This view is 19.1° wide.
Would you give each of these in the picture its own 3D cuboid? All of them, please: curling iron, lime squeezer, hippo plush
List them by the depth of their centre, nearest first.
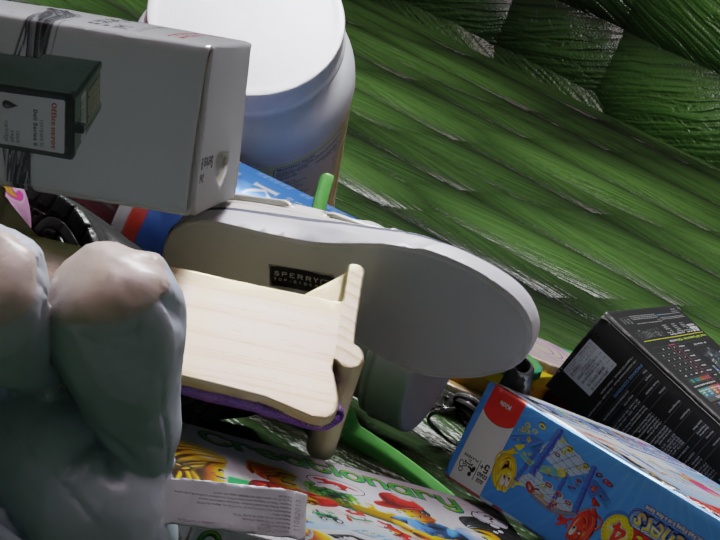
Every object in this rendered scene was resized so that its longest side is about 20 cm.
[{"bbox_3d":[-0.129,0.044,0.844,0.198,0.161,0.161,16,14,-23],"label":"hippo plush"},{"bbox_3d":[-0.010,0.046,1.150,0.070,0.202,0.038,-20,-12,-8],"label":"lime squeezer"},{"bbox_3d":[0.071,0.076,1.187,0.049,0.026,0.200,32,-14,1],"label":"curling iron"}]

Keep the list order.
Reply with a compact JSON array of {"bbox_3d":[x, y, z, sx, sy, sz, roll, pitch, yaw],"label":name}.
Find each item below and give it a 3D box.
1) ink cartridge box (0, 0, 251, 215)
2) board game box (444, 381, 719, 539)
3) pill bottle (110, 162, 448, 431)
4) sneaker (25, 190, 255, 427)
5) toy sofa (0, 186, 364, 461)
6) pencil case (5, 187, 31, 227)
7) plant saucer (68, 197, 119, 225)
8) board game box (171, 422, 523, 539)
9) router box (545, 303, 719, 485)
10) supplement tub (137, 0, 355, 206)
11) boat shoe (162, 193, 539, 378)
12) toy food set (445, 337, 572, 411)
[{"bbox_3d":[-0.161,-0.088,1.062,0.198,0.085,0.146,9,8,3],"label":"ink cartridge box"},{"bbox_3d":[0.171,0.141,1.110,0.195,0.056,0.200,31,4,34],"label":"board game box"},{"bbox_3d":[-0.041,0.012,1.242,0.199,0.113,0.112,25,13,18],"label":"pill bottle"},{"bbox_3d":[-0.124,0.025,1.176,0.200,0.076,0.091,40,13,28],"label":"sneaker"},{"bbox_3d":[-0.101,0.038,1.034,0.198,0.083,0.098,12,50,-5],"label":"toy sofa"},{"bbox_3d":[-0.255,-0.024,1.092,0.087,0.088,0.199,27,15,25],"label":"pencil case"},{"bbox_3d":[-0.225,-0.078,1.338,0.200,0.051,0.201,35,-5,4],"label":"plant saucer"},{"bbox_3d":[-0.006,0.127,0.998,0.198,0.035,0.126,17,12,-22],"label":"board game box"},{"bbox_3d":[0.211,0.095,1.334,0.150,0.062,0.200,43,14,16],"label":"router box"},{"bbox_3d":[-0.079,-0.100,1.374,0.143,0.201,0.146,3,57,-5],"label":"supplement tub"},{"bbox_3d":[0.000,0.000,1.112,0.198,0.072,0.070,11,28,13],"label":"boat shoe"},{"bbox_3d":[0.079,0.053,1.429,0.197,0.049,0.199,30,14,31],"label":"toy food set"}]
